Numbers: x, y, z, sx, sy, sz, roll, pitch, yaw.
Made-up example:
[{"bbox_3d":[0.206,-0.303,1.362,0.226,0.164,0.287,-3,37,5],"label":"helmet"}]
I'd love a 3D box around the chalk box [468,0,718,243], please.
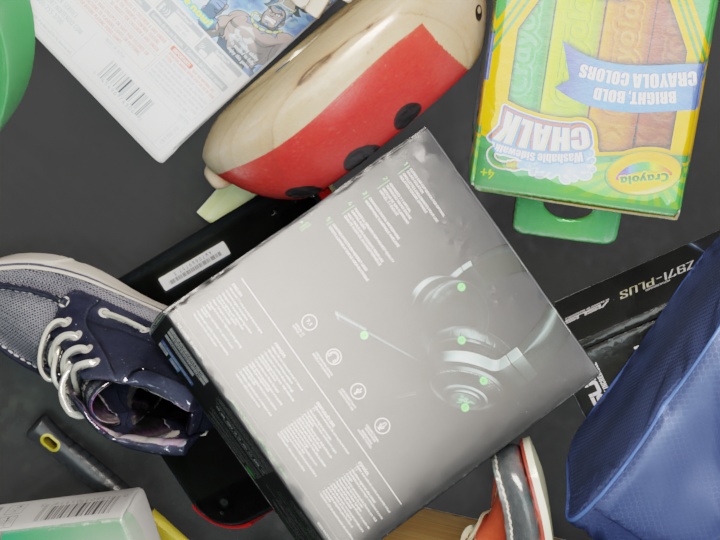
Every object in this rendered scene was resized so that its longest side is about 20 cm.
[{"bbox_3d":[0.129,-0.107,1.431,0.123,0.124,0.201,7,111,1],"label":"chalk box"}]

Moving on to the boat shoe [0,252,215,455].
[{"bbox_3d":[-0.165,0.050,1.501,0.199,0.093,0.075,15,114,15],"label":"boat shoe"}]

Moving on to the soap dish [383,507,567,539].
[{"bbox_3d":[0.057,0.236,1.591,0.199,0.081,0.158,13,111,-3],"label":"soap dish"}]

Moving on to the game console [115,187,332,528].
[{"bbox_3d":[-0.058,0.054,1.531,0.199,0.031,0.178,-29,96,27],"label":"game console"}]

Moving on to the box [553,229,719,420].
[{"bbox_3d":[0.229,0.086,1.520,0.163,0.086,0.201,-23,108,13],"label":"box"}]

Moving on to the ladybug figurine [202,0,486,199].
[{"bbox_3d":[-0.004,-0.106,1.431,0.200,0.136,0.072,-39,98,11],"label":"ladybug figurine"}]

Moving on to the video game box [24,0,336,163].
[{"bbox_3d":[-0.119,-0.195,1.455,0.182,0.047,0.200,-40,104,18],"label":"video game box"}]

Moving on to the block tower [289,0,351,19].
[{"bbox_3d":[-0.084,-0.214,1.393,0.199,0.058,0.054,31,107,-7],"label":"block tower"}]

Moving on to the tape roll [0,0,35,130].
[{"bbox_3d":[-0.290,-0.142,1.459,0.199,0.048,0.202,8,123,12],"label":"tape roll"}]

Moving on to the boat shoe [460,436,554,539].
[{"bbox_3d":[0.085,0.182,1.474,0.062,0.071,0.201,-3,129,2],"label":"boat shoe"}]

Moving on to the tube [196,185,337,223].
[{"bbox_3d":[0.000,0.000,1.525,0.200,0.052,0.058,38,74,-7],"label":"tube"}]

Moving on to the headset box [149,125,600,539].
[{"bbox_3d":[0.012,0.042,1.418,0.200,0.093,0.175,-36,89,-13],"label":"headset box"}]

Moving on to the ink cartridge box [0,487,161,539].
[{"bbox_3d":[-0.186,0.242,1.610,0.160,0.050,0.201,-9,109,22],"label":"ink cartridge box"}]

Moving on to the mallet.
[{"bbox_3d":[-0.124,0.156,1.598,0.066,0.041,0.200,-40,100,18],"label":"mallet"}]

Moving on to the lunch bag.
[{"bbox_3d":[0.210,0.099,1.406,0.132,0.136,0.201,31,111,-6],"label":"lunch bag"}]
